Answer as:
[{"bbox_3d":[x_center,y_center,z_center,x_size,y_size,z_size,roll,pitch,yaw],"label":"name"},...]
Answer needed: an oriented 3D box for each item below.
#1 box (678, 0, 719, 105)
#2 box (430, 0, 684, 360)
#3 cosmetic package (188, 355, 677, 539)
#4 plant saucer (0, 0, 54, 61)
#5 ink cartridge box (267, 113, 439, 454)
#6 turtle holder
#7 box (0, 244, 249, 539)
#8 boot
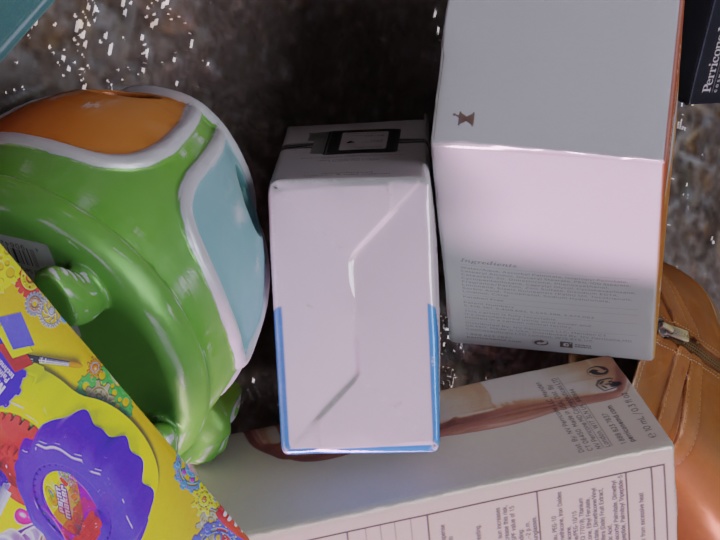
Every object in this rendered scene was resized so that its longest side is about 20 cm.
[{"bbox_3d":[0.204,-0.188,1.432,0.141,0.079,0.200,-5,115,-40],"label":"box"},{"bbox_3d":[0.089,-0.059,1.278,0.200,0.097,0.124,80,16,-65],"label":"box"},{"bbox_3d":[0.031,0.116,1.275,0.200,0.087,0.103,-10,119,-12],"label":"cosmetic package"},{"bbox_3d":[-0.125,-0.156,1.205,0.200,0.019,0.070,-52,126,-23],"label":"plant saucer"},{"bbox_3d":[0.000,0.000,1.268,0.068,0.200,0.116,-2,101,2],"label":"ink cartridge box"},{"bbox_3d":[-0.092,0.011,1.174,0.186,0.141,0.132,50,52,-20],"label":"turtle holder"},{"bbox_3d":[-0.179,0.076,1.069,0.122,0.193,0.200,-54,128,-24],"label":"box"},{"bbox_3d":[0.152,0.088,1.404,0.155,0.074,0.200,30,40,-62],"label":"boot"}]
